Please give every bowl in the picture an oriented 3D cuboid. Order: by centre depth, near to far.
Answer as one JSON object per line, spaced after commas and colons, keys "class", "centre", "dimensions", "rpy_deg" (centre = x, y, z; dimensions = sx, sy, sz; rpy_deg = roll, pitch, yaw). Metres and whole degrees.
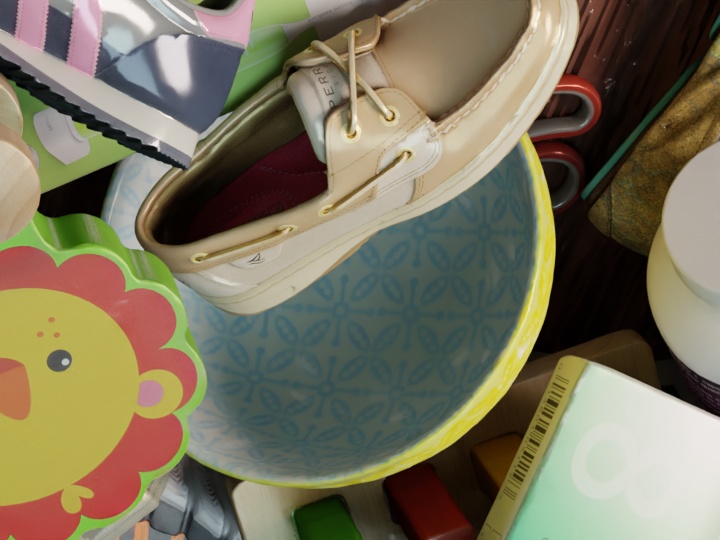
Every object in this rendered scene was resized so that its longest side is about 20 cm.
{"class": "bowl", "centre": [0.000, 0.000, 1.237], "dimensions": [0.200, 0.200, 0.108], "rpy_deg": [-39, 156, 12]}

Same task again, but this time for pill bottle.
{"class": "pill bottle", "centre": [0.190, 0.022, 1.273], "dimensions": [0.112, 0.113, 0.200], "rpy_deg": [-28, 147, 3]}

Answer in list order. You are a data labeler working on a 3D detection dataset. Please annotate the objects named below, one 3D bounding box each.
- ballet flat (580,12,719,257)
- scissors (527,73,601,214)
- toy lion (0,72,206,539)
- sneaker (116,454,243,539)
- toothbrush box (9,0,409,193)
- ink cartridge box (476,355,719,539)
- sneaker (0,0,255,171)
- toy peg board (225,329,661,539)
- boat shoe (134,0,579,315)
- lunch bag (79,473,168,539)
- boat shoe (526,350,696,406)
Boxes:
{"class": "ballet flat", "centre": [0.173, -0.084, 1.283], "dimensions": [0.071, 0.071, 0.200], "rpy_deg": [18, 120, -29]}
{"class": "scissors", "centre": [0.012, -0.041, 1.302], "dimensions": [0.199, 0.014, 0.073], "rpy_deg": [-12, 129, -8]}
{"class": "toy lion", "centre": [-0.164, 0.034, 1.082], "dimensions": [0.200, 0.069, 0.192], "rpy_deg": [-22, 122, -3]}
{"class": "sneaker", "centre": [-0.108, 0.123, 1.350], "dimensions": [0.200, 0.078, 0.112], "rpy_deg": [24, 119, -19]}
{"class": "toothbrush box", "centre": [-0.095, -0.131, 1.150], "dimensions": [0.200, 0.086, 0.146], "rpy_deg": [-23, 129, 0]}
{"class": "ink cartridge box", "centre": [0.143, 0.147, 1.237], "dimensions": [0.200, 0.050, 0.161], "rpy_deg": [24, 90, -10]}
{"class": "sneaker", "centre": [-0.125, -0.118, 1.066], "dimensions": [0.200, 0.070, 0.082], "rpy_deg": [34, 83, -30]}
{"class": "toy peg board", "centre": [0.067, 0.161, 1.300], "dimensions": [0.199, 0.098, 0.200], "rpy_deg": [-19, 113, -7]}
{"class": "boat shoe", "centre": [-0.005, -0.055, 1.138], "dimensions": [0.200, 0.074, 0.069], "rpy_deg": [-40, 146, 19]}
{"class": "lunch bag", "centre": [-0.194, 0.053, 1.191], "dimensions": [0.199, 0.118, 0.164], "rpy_deg": [-8, 134, 24]}
{"class": "boat shoe", "centre": [0.106, 0.093, 1.393], "dimensions": [0.200, 0.071, 0.091], "rpy_deg": [1, 126, -19]}
